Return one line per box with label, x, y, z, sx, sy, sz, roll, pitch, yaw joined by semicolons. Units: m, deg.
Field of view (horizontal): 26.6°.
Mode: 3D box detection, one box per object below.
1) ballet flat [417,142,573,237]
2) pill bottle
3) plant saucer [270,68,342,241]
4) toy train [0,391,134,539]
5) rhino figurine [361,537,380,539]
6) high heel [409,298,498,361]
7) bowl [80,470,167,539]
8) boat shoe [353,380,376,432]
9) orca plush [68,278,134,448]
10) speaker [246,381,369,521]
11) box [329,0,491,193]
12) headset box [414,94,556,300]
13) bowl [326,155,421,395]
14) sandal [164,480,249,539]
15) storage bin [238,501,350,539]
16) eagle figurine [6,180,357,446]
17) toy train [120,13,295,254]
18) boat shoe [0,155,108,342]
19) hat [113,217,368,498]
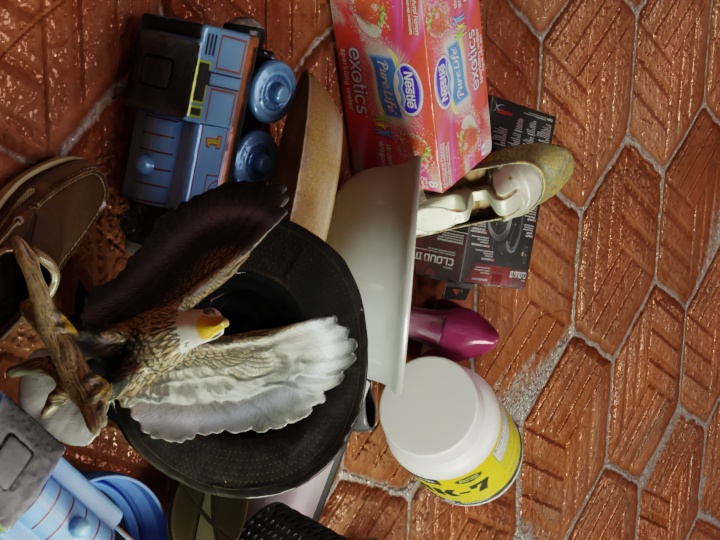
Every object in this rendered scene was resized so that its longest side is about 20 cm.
ballet flat;0.105;-0.067;1.396;0.071;0.198;0.071;169;-90;-87
pill bottle;0.087;0.155;1.475;0.115;0.113;0.200;-69;158;-13
plant saucer;-0.046;-0.054;1.185;0.200;0.035;0.202;-169;-90;-80
toy train;-0.218;0.158;0.989;0.200;0.114;0.087;47;58;-22
rhino figurine;-0.016;0.345;1.457;0.088;0.059;0.201;53;55;-27
high heel;0.106;0.064;1.496;0.200;0.095;0.068;38;68;-72
bowl;-0.217;0.245;1.127;0.200;0.039;0.203;-25;121;-51
boat shoe;0.016;0.056;1.409;0.073;0.062;0.202;40;67;-55
orca plush;-0.181;0.096;1.104;0.071;0.106;0.200;-32;153;-3
speaker;-0.062;0.173;1.311;0.081;0.081;0.202;43;64;-54
box;0.046;-0.182;1.341;0.095;0.099;0.202;-41;133;-44
headset box;0.116;-0.069;1.512;0.148;0.077;0.202;4;98;-58
bowl;0.000;0.000;1.281;0.201;0.089;0.203;6;90;-88
sandal;-0.109;0.155;1.232;0.055;0.081;0.201;-54;-164;50
storage bin;-0.085;0.296;1.186;0.200;0.093;0.136;-38;127;-31
eagle figurine;-0.116;0.039;0.982;0.199;0.150;0.153;-20;126;-46
toy train;-0.120;-0.089;1.117;0.114;0.086;0.202;5;100;-50
boat shoe;-0.222;-0.001;1.002;0.203;0.074;0.075;-51;139;-36
hat;-0.087;0.062;1.075;0.081;0.199;0.202;133;-19;-73
